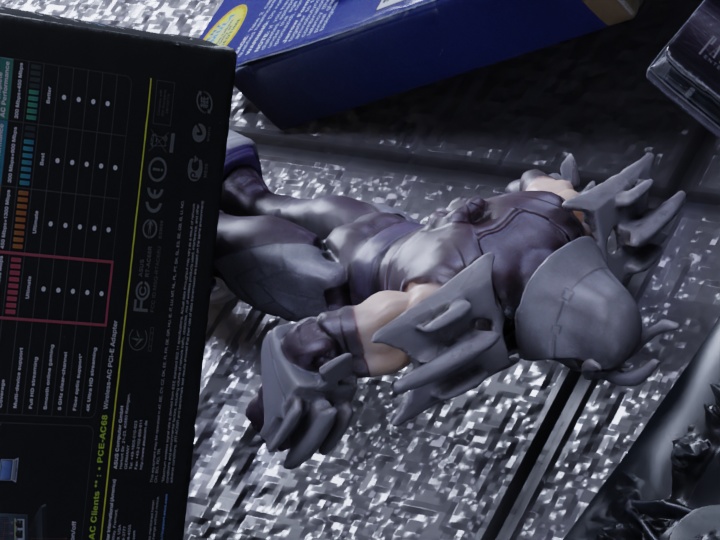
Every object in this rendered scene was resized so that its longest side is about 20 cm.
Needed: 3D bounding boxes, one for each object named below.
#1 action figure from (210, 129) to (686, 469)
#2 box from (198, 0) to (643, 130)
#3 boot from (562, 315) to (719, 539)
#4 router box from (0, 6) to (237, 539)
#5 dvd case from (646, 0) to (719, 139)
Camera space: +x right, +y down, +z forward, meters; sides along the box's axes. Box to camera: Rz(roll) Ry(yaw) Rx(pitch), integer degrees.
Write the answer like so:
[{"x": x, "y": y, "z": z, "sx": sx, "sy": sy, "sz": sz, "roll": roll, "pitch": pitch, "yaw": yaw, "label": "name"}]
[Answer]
[{"x": 0.000, "y": 0.000, "z": 0.756, "sx": 0.200, "sy": 0.069, "sz": 0.130, "roll": 16, "pitch": 24, "yaw": 39, "label": "action figure"}, {"x": 0.032, "y": -0.106, "z": 0.847, "sx": 0.200, "sy": 0.032, "sz": 0.121, "roll": -12, "pitch": 41, "yaw": 52, "label": "box"}, {"x": 0.100, "y": 0.100, "z": 0.622, "sx": 0.168, "sy": 0.076, "sz": 0.200, "roll": -45, "pitch": 39, "yaw": -10, "label": "boot"}, {"x": -0.114, "y": 0.033, "z": 0.682, "sx": 0.062, "sy": 0.150, "sz": 0.200, "roll": 7, "pitch": 91, "yaw": 45, "label": "router box"}, {"x": 0.177, "y": -0.063, "z": 0.689, "sx": 0.149, "sy": 0.016, "sz": 0.200, "roll": 39, "pitch": 58, "yaw": 3, "label": "dvd case"}]
